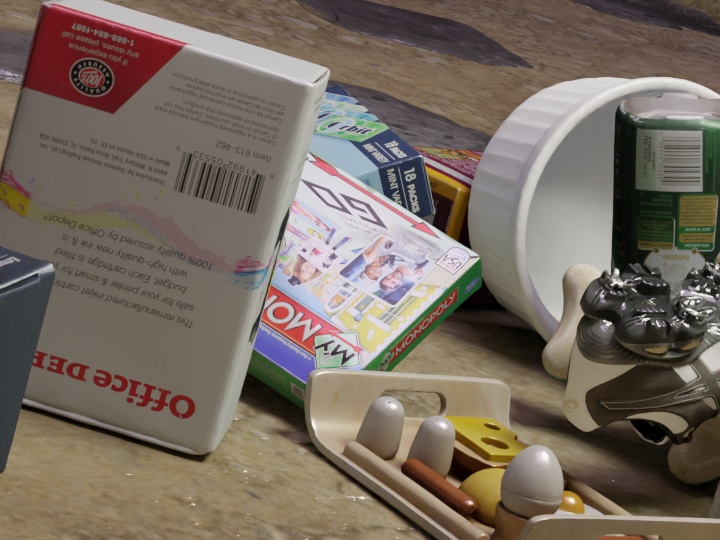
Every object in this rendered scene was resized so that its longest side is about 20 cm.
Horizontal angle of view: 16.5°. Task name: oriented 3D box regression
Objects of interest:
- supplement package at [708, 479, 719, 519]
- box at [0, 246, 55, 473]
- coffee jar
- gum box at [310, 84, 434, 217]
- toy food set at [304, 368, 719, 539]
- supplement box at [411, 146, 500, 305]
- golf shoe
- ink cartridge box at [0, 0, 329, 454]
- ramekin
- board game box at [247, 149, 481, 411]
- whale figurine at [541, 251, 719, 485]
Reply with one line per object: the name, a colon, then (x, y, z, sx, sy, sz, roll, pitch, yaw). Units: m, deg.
supplement package: (0.315, 0.119, 1.377, 0.199, 0.118, 0.117, 7, 15, -33)
box: (-0.262, 0.026, 1.104, 0.199, 0.108, 0.148, 19, 13, 14)
coffee jar: (0.201, -0.007, 1.578, 0.085, 0.201, 0.104, 2, 13, 5)
gum box: (-0.075, -0.048, 1.563, 0.199, 0.045, 0.170, -19, 23, -12)
toy food set: (0.081, 0.099, 1.307, 0.143, 0.061, 0.200, 5, 18, -38)
supplement box: (0.092, -0.031, 1.783, 0.199, 0.086, 0.110, 2, 19, -44)
golf shoe: (0.187, 0.049, 1.395, 0.199, 0.095, 0.078, 3, 29, -38)
ink cartridge box: (-0.113, -0.025, 1.284, 0.145, 0.201, 0.083, 17, 11, 2)
ramekin: (0.169, -0.036, 1.673, 0.200, 0.202, 0.098, 9, 7, -27)
board game box: (-0.048, -0.008, 1.434, 0.200, 0.029, 0.135, 32, 58, 26)
whale figurine: (0.209, 0.061, 1.498, 0.199, 0.160, 0.104, 13, -25, 5)
